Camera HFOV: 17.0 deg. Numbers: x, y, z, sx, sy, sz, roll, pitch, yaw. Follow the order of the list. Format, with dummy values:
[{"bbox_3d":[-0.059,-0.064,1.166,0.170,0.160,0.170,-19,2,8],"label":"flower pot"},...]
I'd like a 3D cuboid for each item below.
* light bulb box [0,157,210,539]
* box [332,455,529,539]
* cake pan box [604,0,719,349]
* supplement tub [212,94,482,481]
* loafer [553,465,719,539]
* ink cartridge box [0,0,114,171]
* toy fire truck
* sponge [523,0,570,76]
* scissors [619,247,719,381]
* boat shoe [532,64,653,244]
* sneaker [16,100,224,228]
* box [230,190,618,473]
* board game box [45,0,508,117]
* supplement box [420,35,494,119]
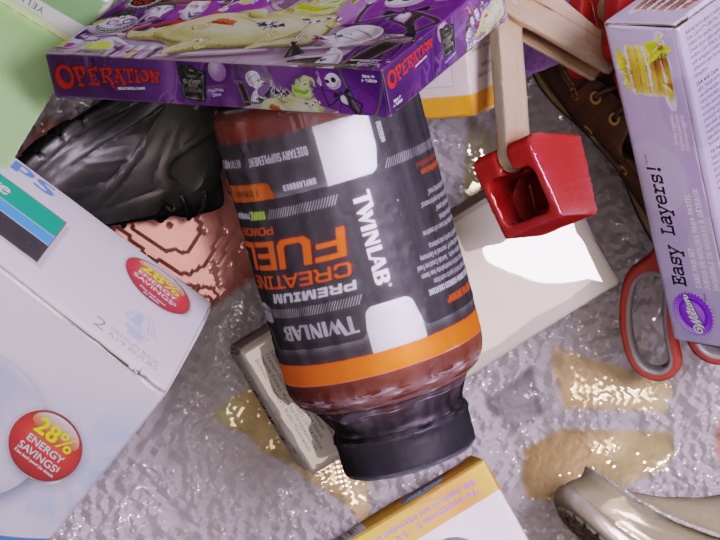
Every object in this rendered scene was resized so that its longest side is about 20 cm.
[{"bbox_3d":[-0.216,0.052,1.215,0.198,0.125,0.200,37,110,-6],"label":"light bulb box"},{"bbox_3d":[0.064,0.218,1.327,0.119,0.041,0.201,-30,91,-7],"label":"box"},{"bbox_3d":[0.218,-0.086,1.260,0.200,0.052,0.185,-37,124,-37],"label":"cake pan box"},{"bbox_3d":[0.000,0.000,1.214,0.106,0.107,0.201,-17,98,-8],"label":"supplement tub"},{"bbox_3d":[0.198,0.149,1.333,0.199,0.076,0.069,26,84,-16],"label":"loafer"},{"bbox_3d":[-0.197,-0.161,1.237,0.145,0.048,0.201,30,43,-7],"label":"ink cartridge box"},{"bbox_3d":[0.109,-0.125,1.245,0.140,0.049,0.202,-11,83,-35],"label":"toy fire truck"},{"bbox_3d":[0.034,-0.189,1.308,0.111,0.030,0.201,-22,94,26],"label":"sponge"},{"bbox_3d":[0.170,-0.035,1.296,0.073,0.014,0.202,-2,109,15],"label":"scissors"},{"bbox_3d":[0.154,-0.093,1.330,0.072,0.068,0.201,-35,94,-7],"label":"boat shoe"},{"bbox_3d":[-0.122,-0.054,1.291,0.200,0.076,0.091,-38,100,-5],"label":"sneaker"},{"bbox_3d":[0.033,0.024,1.311,0.199,0.068,0.083,-30,94,-8],"label":"box"},{"bbox_3d":[-0.042,-0.115,1.186,0.199,0.120,0.033,5,116,32],"label":"board game box"},{"bbox_3d":[0.005,-0.180,1.263,0.125,0.073,0.202,-2,103,26],"label":"supplement box"}]
